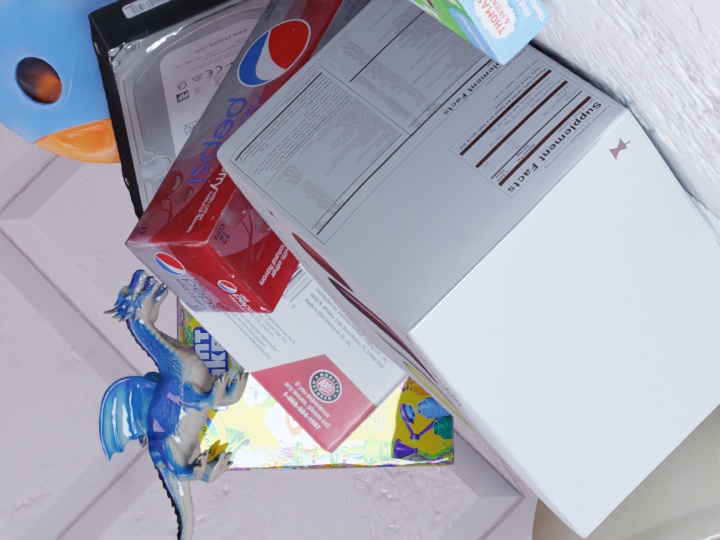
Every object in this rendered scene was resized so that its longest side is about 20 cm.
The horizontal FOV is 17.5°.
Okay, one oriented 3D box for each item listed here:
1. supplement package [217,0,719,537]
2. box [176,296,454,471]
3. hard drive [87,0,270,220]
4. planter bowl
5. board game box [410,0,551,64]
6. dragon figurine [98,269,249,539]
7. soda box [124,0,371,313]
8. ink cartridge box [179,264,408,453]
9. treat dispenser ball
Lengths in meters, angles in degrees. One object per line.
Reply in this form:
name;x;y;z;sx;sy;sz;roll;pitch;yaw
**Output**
supplement package;0.068;-0.011;1.177;0.191;0.147;0.200;49;175;-40
box;-0.035;0.034;1.663;0.122;0.191;0.202;-154;64;-82
hard drive;-0.084;-0.109;1.417;0.038;0.139;0.201;58;165;28
planter bowl;0.182;0.134;1.327;0.200;0.199;0.136;53;-162;-57
board game box;-0.013;-0.188;1.050;0.200;0.037;0.151;42;175;45
dragon figurine;-0.137;0.101;1.574;0.099;0.202;0.059;15;-170;21
soda box;-0.044;-0.073;1.280;0.070;0.201;0.063;-1;142;44
ink cartridge box;0.000;0.000;1.555;0.144;0.200;0.084;45;179;2
treat dispenser ball;-0.162;-0.170;1.495;0.201;0.201;0.201;45;175;5
